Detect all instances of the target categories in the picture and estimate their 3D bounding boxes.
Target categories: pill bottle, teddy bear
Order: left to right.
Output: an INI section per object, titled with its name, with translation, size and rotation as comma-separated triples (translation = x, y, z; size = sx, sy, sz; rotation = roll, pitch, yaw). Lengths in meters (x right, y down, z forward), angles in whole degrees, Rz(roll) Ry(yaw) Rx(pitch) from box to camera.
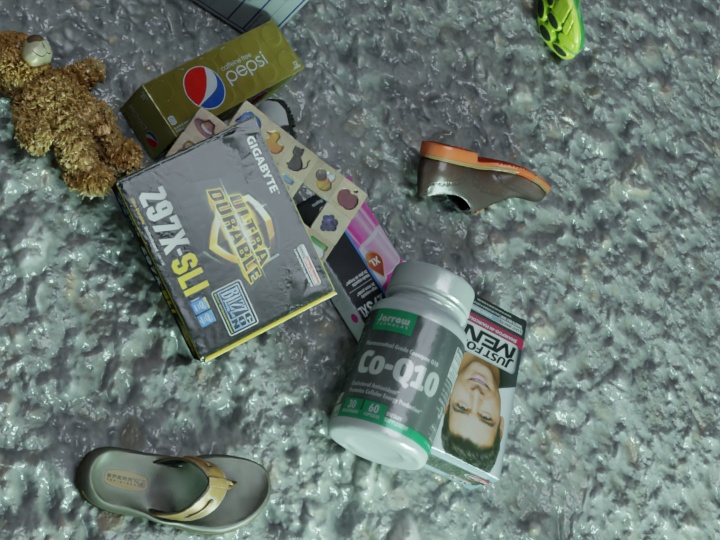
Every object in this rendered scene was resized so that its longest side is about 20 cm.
[teddy bear]
translation = -0.299, -0.164, 1.371
size = 0.144, 0.067, 0.201
rotation = -25, 86, -40
[pill bottle]
translation = 0.048, 0.100, 1.447
size = 0.113, 0.113, 0.201
rotation = 29, 67, -21

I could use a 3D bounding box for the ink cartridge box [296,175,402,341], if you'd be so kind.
[ink cartridge box]
translation = 0.000, 0.000, 1.524
size = 0.094, 0.037, 0.201
rotation = -33, 93, -37

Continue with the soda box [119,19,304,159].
[soda box]
translation = -0.159, -0.199, 1.479
size = 0.200, 0.064, 0.068
rotation = -35, 92, -38

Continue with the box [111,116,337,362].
[box]
translation = -0.138, -0.031, 1.373
size = 0.159, 0.049, 0.201
rotation = -26, 96, -15

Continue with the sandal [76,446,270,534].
[sandal]
translation = -0.173, 0.205, 1.312
size = 0.199, 0.055, 0.082
rotation = 17, 63, -27

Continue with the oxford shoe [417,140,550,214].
[oxford shoe]
translation = 0.147, -0.103, 1.653
size = 0.199, 0.071, 0.073
rotation = 12, 93, -32

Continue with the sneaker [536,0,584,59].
[sneaker]
translation = 0.279, -0.383, 1.834
size = 0.083, 0.074, 0.202
rotation = 1, 70, -29

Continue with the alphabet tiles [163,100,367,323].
[alphabet tiles]
translation = -0.114, -0.071, 1.410
size = 0.199, 0.008, 0.168
rotation = 37, 78, -13

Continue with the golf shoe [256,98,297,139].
[golf shoe]
translation = -0.129, -0.110, 1.456
size = 0.094, 0.078, 0.201
rotation = 23, 59, -23

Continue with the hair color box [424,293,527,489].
[hair color box]
translation = 0.120, 0.133, 1.531
size = 0.099, 0.061, 0.201
rotation = 27, 59, -22

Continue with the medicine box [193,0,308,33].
[medicine box]
translation = -0.131, -0.375, 1.493
size = 0.199, 0.182, 0.104
rotation = 30, 58, -20
